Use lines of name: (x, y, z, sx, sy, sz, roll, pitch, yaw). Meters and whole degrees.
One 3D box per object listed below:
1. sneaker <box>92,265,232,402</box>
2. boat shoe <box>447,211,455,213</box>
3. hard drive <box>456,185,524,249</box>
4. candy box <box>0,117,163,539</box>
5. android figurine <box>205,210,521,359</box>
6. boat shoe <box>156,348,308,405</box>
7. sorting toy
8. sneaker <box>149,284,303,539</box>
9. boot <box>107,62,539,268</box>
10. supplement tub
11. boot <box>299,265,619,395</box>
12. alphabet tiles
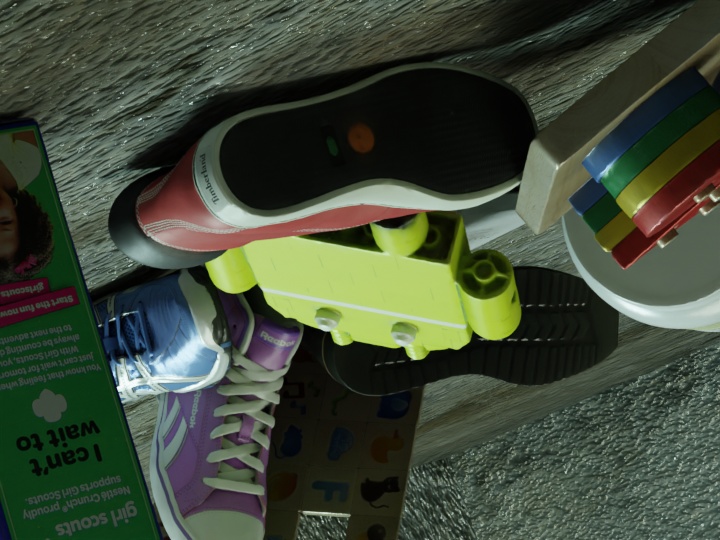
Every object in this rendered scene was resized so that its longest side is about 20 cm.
sneaker: (-0.144, 0.050, 1.522, 0.077, 0.076, 0.200, -14, 171, -33)
boat shoe: (0.016, -0.017, 1.461, 0.076, 0.074, 0.200, -18, 171, -10)
hard drive: (0.030, -0.016, 1.663, 0.200, 0.026, 0.132, -25, 170, 37)
candy box: (-0.171, 0.057, 1.075, 0.077, 0.200, 0.169, -14, 170, -31)
android figurine: (0.000, 0.000, 1.361, 0.182, 0.041, 0.200, 11, 157, 11)
boat shoe: (-0.035, 0.066, 1.697, 0.202, 0.075, 0.086, -19, 171, 9)
sorting toy: (0.176, -0.082, 1.204, 0.199, 0.070, 0.200, -39, 173, -4)
sneaker: (-0.079, 0.087, 1.551, 0.073, 0.201, 0.114, 11, 145, -32)
boot: (-0.021, -0.047, 1.229, 0.200, 0.072, 0.144, -10, 172, -32)
supplement tub: (0.207, -0.035, 1.532, 0.145, 0.145, 0.200, -22, 172, 16)
boot: (0.052, 0.027, 1.595, 0.200, 0.078, 0.138, -2, -171, -22)
alphabet tiles: (-0.049, 0.127, 1.601, 0.167, 0.200, 0.008, 2, 149, 15)
